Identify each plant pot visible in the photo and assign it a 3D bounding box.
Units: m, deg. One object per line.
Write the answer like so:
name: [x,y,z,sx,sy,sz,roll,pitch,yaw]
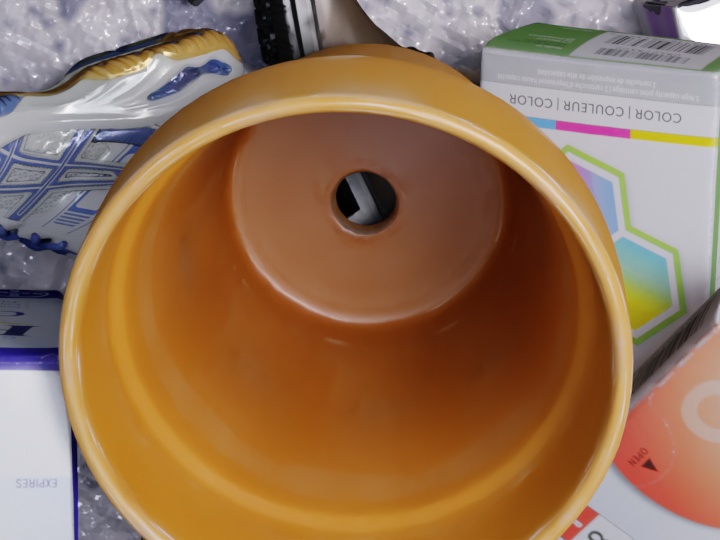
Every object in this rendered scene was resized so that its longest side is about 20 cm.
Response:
plant pot: [0.000,0.000,0.932,0.200,0.183,0.200,1,112,3]

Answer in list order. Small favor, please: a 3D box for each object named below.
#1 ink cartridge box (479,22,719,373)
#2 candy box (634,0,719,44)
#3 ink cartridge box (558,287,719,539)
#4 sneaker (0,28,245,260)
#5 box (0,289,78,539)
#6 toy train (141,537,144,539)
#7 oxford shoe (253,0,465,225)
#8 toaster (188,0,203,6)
ink cartridge box: [0.107,0.002,1.036,0.104,0.059,0.200,10,110,25]
candy box: [0.239,-0.063,1.080,0.200,0.072,0.168,-16,100,-6]
ink cartridge box: [0.182,0.111,0.988,0.200,0.050,0.162,39,134,0]
sneaker: [-0.137,-0.035,1.023,0.200,0.075,0.088,-17,103,-9]
box: [-0.204,0.067,0.966,0.184,0.200,0.105,1,97,-9]
toy train: [-0.061,0.133,1.015,0.085,0.114,0.200,7,72,-9]
oxford shoe: [0.008,-0.076,1.048,0.084,0.073,0.200,-23,113,-8]
toaster: [-0.123,-0.196,0.956,0.181,0.200,0.119,24,91,-3]
